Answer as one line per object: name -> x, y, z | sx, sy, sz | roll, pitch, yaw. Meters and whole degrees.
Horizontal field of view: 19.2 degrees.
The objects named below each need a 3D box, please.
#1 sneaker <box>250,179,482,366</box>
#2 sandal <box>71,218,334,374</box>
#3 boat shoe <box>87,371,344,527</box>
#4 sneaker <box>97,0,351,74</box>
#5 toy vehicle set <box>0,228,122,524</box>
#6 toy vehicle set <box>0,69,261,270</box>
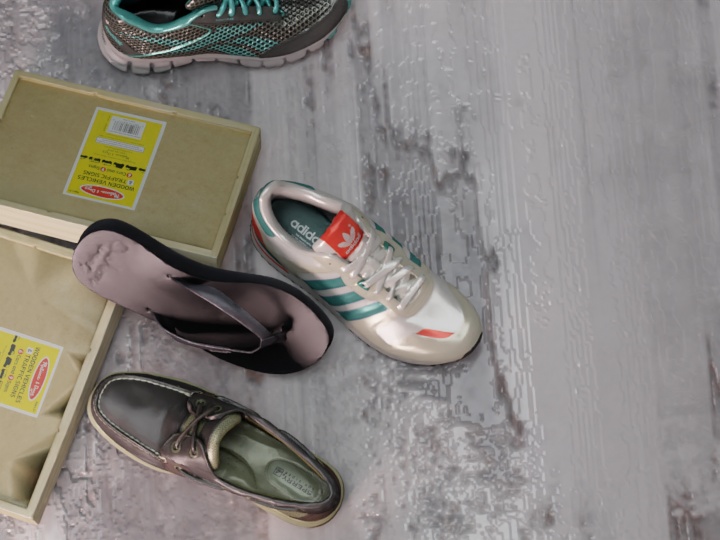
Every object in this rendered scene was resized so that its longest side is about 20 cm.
sneaker -> 0.000, -0.001, 1.562 | 0.200, 0.093, 0.070 | 35, 79, 11
sandal -> -0.118, 0.029, 1.552 | 0.200, 0.076, 0.043 | 21, 31, -8
boat shoe -> -0.102, 0.123, 1.537 | 0.201, 0.066, 0.072 | 26, 73, 1
sneaker -> -0.106, -0.199, 1.623 | 0.200, 0.091, 0.078 | -12, 75, -1
toy vehicle set -> -0.262, 0.074, 1.578 | 0.124, 0.027, 0.200 | 18, 76, 7
toy vehicle set -> -0.186, -0.075, 1.606 | 0.200, 0.027, 0.124 | 14, 58, 6
